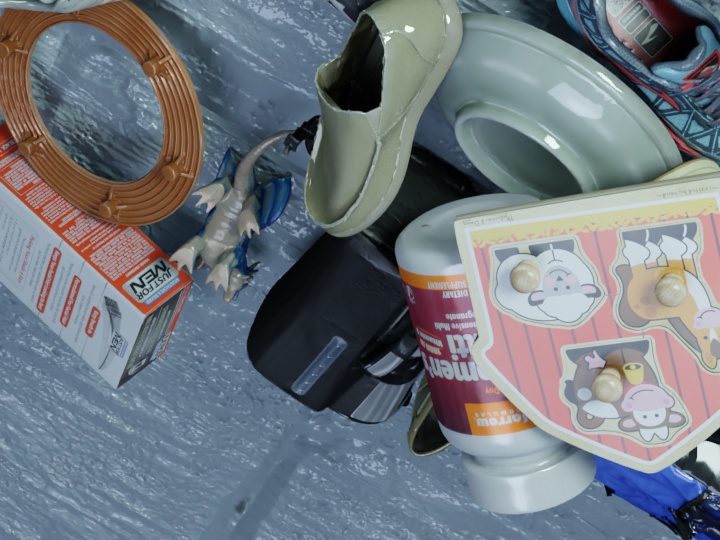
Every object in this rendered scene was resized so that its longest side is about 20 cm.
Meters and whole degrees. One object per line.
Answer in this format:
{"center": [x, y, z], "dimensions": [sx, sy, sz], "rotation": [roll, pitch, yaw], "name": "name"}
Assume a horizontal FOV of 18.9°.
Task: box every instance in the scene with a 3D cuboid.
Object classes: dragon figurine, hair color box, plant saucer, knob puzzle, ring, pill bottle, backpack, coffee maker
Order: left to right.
{"center": [-0.234, -0.014, 1.723], "dimensions": [0.200, 0.064, 0.111], "rotation": [43, 143, 12], "name": "hair color box"}
{"center": [-0.201, -0.122, 1.613], "dimensions": [0.200, 0.019, 0.201], "rotation": [19, 127, 27], "name": "ring"}
{"center": [-0.091, -0.051, 1.649], "dimensions": [0.059, 0.099, 0.200], "rotation": [25, 122, 4], "name": "dragon figurine"}
{"center": [0.000, 0.000, 1.622], "dimensions": [0.192, 0.135, 0.200], "rotation": [52, 140, 8], "name": "coffee maker"}
{"center": [0.097, 0.057, 1.473], "dimensions": [0.109, 0.110, 0.200], "rotation": [-2, 114, 31], "name": "pill bottle"}
{"center": [0.119, -0.088, 1.444], "dimensions": [0.200, 0.050, 0.200], "rotation": [31, 161, 12], "name": "plant saucer"}
{"center": [0.164, 0.046, 1.369], "dimensions": [0.219, 0.030, 0.220], "rotation": [6, 119, 11], "name": "knob puzzle"}
{"center": [0.242, 0.115, 1.565], "dimensions": [0.200, 0.163, 0.168], "rotation": [32, 149, -8], "name": "backpack"}

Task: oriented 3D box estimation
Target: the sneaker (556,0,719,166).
{"center": [0.203, -0.124, 1.355], "dimensions": [0.200, 0.096, 0.079], "rotation": [37, 98, -13], "name": "sneaker"}

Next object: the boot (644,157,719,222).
{"center": [0.235, 0.023, 1.407], "dimensions": [0.073, 0.156, 0.200], "rotation": [-25, 158, 2], "name": "boot"}

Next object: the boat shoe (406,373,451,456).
{"center": [0.099, 0.083, 1.688], "dimensions": [0.073, 0.063, 0.201], "rotation": [36, 140, -12], "name": "boat shoe"}

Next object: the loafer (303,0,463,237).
{"center": [-0.001, -0.108, 1.442], "dimensions": [0.068, 0.076, 0.200], "rotation": [-2, 131, -35], "name": "loafer"}

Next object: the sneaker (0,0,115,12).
{"center": [-0.176, -0.208, 1.481], "dimensions": [0.200, 0.092, 0.076], "rotation": [-10, 104, 35], "name": "sneaker"}

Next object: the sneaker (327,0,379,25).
{"center": [-0.045, -0.246, 1.419], "dimensions": [0.200, 0.072, 0.083], "rotation": [52, 159, -27], "name": "sneaker"}
